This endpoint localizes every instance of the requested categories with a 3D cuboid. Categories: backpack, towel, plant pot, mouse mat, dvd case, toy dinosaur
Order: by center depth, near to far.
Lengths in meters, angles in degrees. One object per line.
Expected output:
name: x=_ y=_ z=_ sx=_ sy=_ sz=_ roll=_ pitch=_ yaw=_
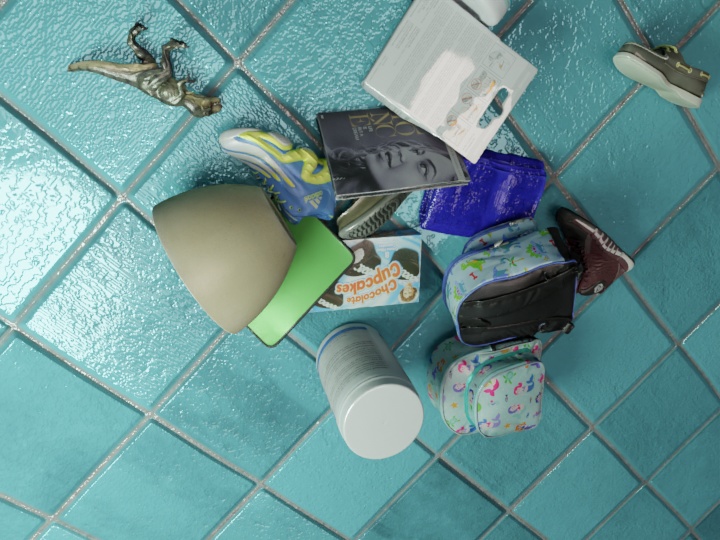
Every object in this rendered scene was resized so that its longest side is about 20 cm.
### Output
toy dinosaur: x=-0.272 y=-0.265 z=0.769 sx=0.197 sy=0.048 sz=0.089 roll=16 pitch=112 yaw=-18
plant pot: x=-0.164 y=-0.036 z=0.798 sx=0.133 sy=0.201 sz=0.202 roll=-31 pitch=116 yaw=0
dvd case: x=0.045 y=-0.176 z=0.850 sx=0.196 sy=0.151 sz=0.016 roll=-8 pitch=152 yaw=-13
mouse mat: x=-0.125 y=-0.004 z=0.895 sx=0.161 sy=0.008 sz=0.200 roll=45 pitch=96 yaw=0
backpack: x=0.232 y=0.024 z=0.956 sx=0.196 sy=0.148 sz=0.185 roll=-16 pitch=136 yaw=-2
towel: x=0.200 y=-0.121 z=0.958 sx=0.196 sy=0.050 sz=0.150 roll=8 pitch=107 yaw=-19
backpack: x=0.220 y=0.198 z=1.039 sx=0.196 sy=0.151 sz=0.181 roll=-6 pitch=114 yaw=-8

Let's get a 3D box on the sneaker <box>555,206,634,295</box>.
sneaker: x=0.390 y=-0.018 z=1.041 sx=0.198 sy=0.076 sz=0.116 roll=32 pitch=102 yaw=-25

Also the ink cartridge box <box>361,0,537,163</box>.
ink cartridge box: x=0.124 y=-0.277 z=0.846 sx=0.198 sy=0.057 sz=0.164 roll=34 pitch=97 yaw=-10

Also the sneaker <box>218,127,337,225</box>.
sneaker: x=-0.109 y=-0.127 z=0.834 sx=0.197 sy=0.076 sz=0.107 roll=14 pitch=81 yaw=-21

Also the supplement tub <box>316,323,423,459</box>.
supplement tub: x=0.008 y=0.182 z=0.935 sx=0.129 sy=0.200 sz=0.134 roll=-5 pitch=112 yaw=-13

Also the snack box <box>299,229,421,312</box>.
snack box: x=0.000 y=0.000 z=0.952 sx=0.196 sy=0.037 sz=0.118 roll=-5 pitch=111 yaw=-14

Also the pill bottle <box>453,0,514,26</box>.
pill bottle: x=0.200 y=-0.447 z=0.798 sx=0.110 sy=0.111 sz=0.201 roll=34 pitch=98 yaw=-24

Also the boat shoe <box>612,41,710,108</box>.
boat shoe: x=0.488 y=-0.326 z=0.953 sx=0.199 sy=0.072 sz=0.061 roll=16 pitch=104 yaw=-27

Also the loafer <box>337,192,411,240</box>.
loafer: x=0.034 y=-0.127 z=0.901 sx=0.200 sy=0.075 sz=0.070 roll=-43 pitch=74 yaw=-4
